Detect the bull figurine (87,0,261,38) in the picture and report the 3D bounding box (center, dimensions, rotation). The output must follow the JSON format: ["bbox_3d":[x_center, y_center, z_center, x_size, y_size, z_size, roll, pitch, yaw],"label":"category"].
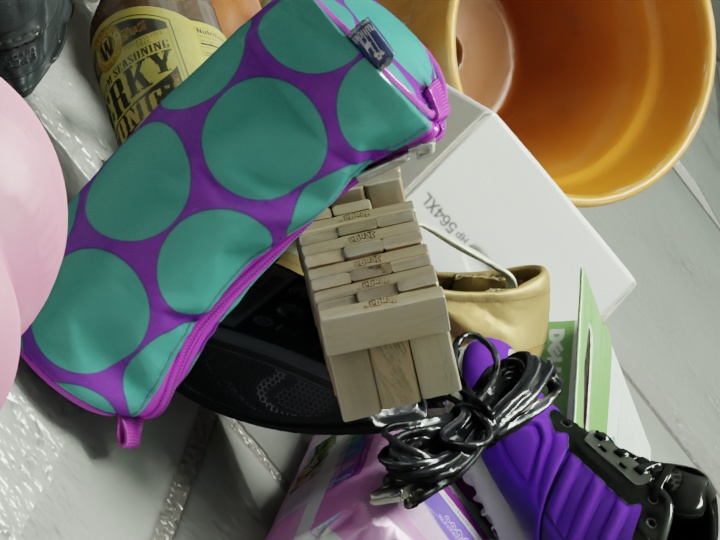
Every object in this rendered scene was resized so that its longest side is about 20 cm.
[{"bbox_3d":[-0.075,-0.097,1.347,0.121,0.065,0.200,-4,49,-35],"label":"bull figurine"}]

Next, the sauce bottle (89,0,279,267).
[{"bbox_3d":[-0.088,-0.087,1.227,0.065,0.065,0.201,33,30,-52],"label":"sauce bottle"}]

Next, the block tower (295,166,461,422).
[{"bbox_3d":[0.000,-0.007,1.181,0.200,0.054,0.058,-106,-178,-63],"label":"block tower"}]

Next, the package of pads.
[{"bbox_3d":[0.023,0.131,1.233,0.121,0.076,0.200,55,16,-9],"label":"package of pads"}]

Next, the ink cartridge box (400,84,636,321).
[{"bbox_3d":[0.048,-0.039,1.511,0.146,0.084,0.200,47,-4,-28],"label":"ink cartridge box"}]

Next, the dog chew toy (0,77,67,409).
[{"bbox_3d":[-0.162,0.012,0.882,0.125,0.124,0.200,45,26,-29],"label":"dog chew toy"}]

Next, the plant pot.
[{"bbox_3d":[0.093,-0.140,1.723,0.200,0.200,0.183,48,-21,-21],"label":"plant pot"}]

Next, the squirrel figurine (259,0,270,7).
[{"bbox_3d":[-0.086,-0.232,1.541,0.200,0.141,0.187,34,20,-56],"label":"squirrel figurine"}]

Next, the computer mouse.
[{"bbox_3d":[-0.023,0.049,1.198,0.199,0.053,0.138,24,29,21],"label":"computer mouse"}]

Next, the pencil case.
[{"bbox_3d":[-0.055,-0.028,1.106,0.092,0.200,0.085,48,11,13],"label":"pencil case"}]

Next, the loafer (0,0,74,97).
[{"bbox_3d":[-0.167,-0.140,1.268,0.201,0.068,0.071,-100,178,-65],"label":"loafer"}]

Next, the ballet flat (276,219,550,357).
[{"bbox_3d":[0.000,0.000,1.303,0.199,0.063,0.069,14,10,-19],"label":"ballet flat"}]

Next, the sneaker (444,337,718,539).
[{"bbox_3d":[0.110,0.106,1.216,0.070,0.099,0.201,39,25,-56],"label":"sneaker"}]

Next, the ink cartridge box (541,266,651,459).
[{"bbox_3d":[0.103,0.093,1.391,0.200,0.059,0.104,64,28,-55],"label":"ink cartridge box"}]
